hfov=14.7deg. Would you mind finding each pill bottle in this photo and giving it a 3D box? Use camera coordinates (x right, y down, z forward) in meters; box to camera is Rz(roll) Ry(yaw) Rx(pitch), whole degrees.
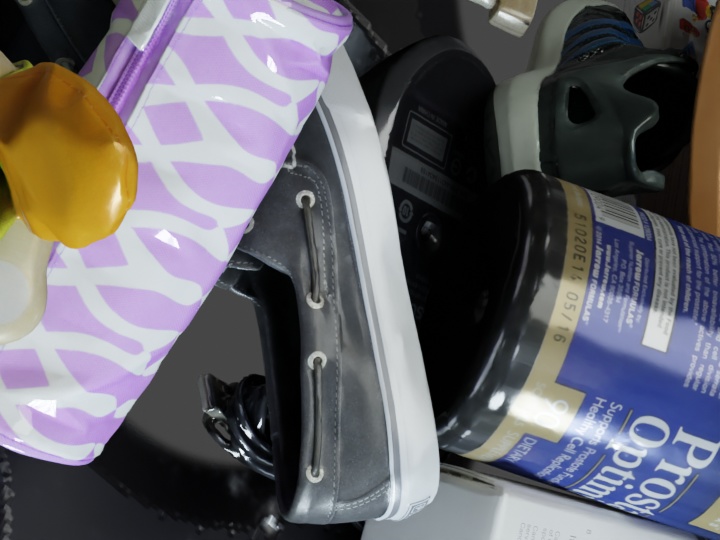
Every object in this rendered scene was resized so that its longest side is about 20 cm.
[{"bbox_3d":[0.129,0.043,1.068,0.199,0.112,0.112,19,67,-14],"label":"pill bottle"}]

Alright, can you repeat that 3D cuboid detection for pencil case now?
[{"bbox_3d":[-0.080,-0.030,0.964,0.200,0.084,0.085,-61,160,10],"label":"pencil case"}]

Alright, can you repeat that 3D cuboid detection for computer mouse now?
[{"bbox_3d":[0.000,0.000,1.111,0.138,0.053,0.201,33,68,-45],"label":"computer mouse"}]

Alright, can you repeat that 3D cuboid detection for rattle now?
[{"bbox_3d":[-0.183,-0.021,0.849,0.199,0.143,0.131,7,108,-19],"label":"rattle"}]

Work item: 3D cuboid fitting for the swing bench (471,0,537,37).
[{"bbox_3d":[0.021,-0.205,0.972,0.198,0.200,0.130,24,68,-13],"label":"swing bench"}]

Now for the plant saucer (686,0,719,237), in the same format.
[{"bbox_3d":[0.185,-0.040,1.189,0.200,0.037,0.201,3,90,-66],"label":"plant saucer"}]

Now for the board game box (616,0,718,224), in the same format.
[{"bbox_3d":[0.161,-0.027,1.269,0.126,0.035,0.201,27,64,-35],"label":"board game box"}]

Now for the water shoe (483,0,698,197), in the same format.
[{"bbox_3d":[0.108,-0.065,1.160,0.200,0.079,0.072,-53,140,-65],"label":"water shoe"}]

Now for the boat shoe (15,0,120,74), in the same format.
[{"bbox_3d":[-0.088,-0.080,1.037,0.200,0.062,0.075,62,34,-41],"label":"boat shoe"}]

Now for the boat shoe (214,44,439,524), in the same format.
[{"bbox_3d":[-0.027,-0.003,1.018,0.066,0.070,0.201,-10,85,-23],"label":"boat shoe"}]

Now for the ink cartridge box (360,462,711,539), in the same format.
[{"bbox_3d":[0.087,0.165,1.109,0.200,0.085,0.146,17,86,-37],"label":"ink cartridge box"}]
